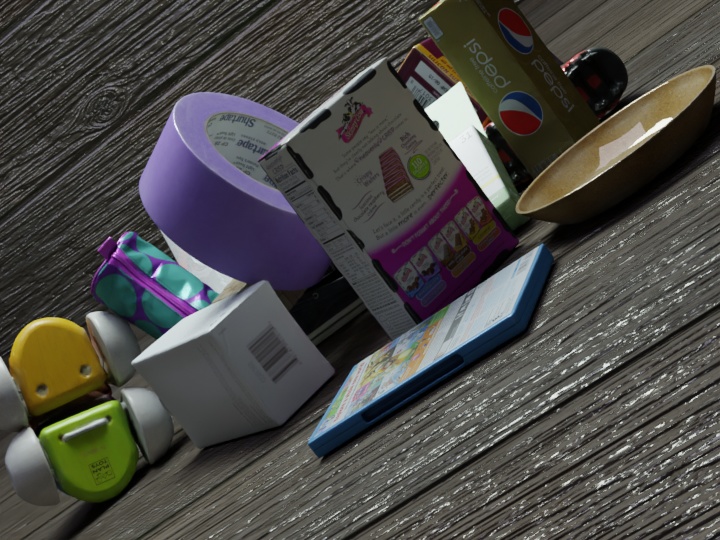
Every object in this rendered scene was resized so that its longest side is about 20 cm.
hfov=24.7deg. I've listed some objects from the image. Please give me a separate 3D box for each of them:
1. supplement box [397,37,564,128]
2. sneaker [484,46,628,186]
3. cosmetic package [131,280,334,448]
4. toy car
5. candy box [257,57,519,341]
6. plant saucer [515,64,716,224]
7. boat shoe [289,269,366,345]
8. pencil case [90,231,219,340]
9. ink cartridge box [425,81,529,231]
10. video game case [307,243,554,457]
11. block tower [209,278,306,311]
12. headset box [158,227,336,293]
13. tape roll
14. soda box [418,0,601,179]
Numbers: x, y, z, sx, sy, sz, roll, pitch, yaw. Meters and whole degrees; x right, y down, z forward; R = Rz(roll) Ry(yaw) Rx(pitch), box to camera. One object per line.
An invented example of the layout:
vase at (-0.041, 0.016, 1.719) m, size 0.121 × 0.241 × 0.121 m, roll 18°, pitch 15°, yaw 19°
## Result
supplement box at (0.121, -0.200, 1.757) m, size 0.200 × 0.110 × 0.086 m, roll -37°, pitch -14°, yaw -53°
sneaker at (0.184, -0.149, 1.678) m, size 0.200 × 0.071 × 0.098 m, roll -40°, pitch 3°, yaw 3°
cosmetic package at (-0.122, 0.092, 1.532) m, size 0.081 × 0.113 × 0.199 m, roll -42°, pitch 11°, yaw -28°
toy car at (-0.302, 0.154, 1.732) m, size 0.173 × 0.202 × 0.150 m, roll -23°, pitch -13°, yaw -18°
candy box at (0.025, -0.059, 1.401) m, size 0.136 × 0.201 × 0.061 m, roll -41°, pitch 10°, yaw -31°
plant saucer at (0.217, -0.095, 1.354) m, size 0.199 × 0.036 × 0.200 m, roll -36°, pitch 9°, yaw 6°
boat shoe at (0.000, 0.000, 1.678) m, size 0.199 × 0.063 × 0.075 m, roll -37°, pitch 6°, yaw -4°
pencil case at (-0.183, 0.043, 1.703) m, size 0.086 × 0.199 × 0.093 m, roll -54°, pitch -15°, yaw -12°
ink cartridge box at (0.062, -0.085, 1.553) m, size 0.145 × 0.048 × 0.201 m, roll -36°, pitch 48°, yaw 16°
video game case at (0.056, 0.061, 1.263) m, size 0.199 × 0.018 × 0.143 m, roll -34°, pitch 10°, yaw 25°
block tower at (-0.075, -0.006, 1.649) m, size 0.058 × 0.054 × 0.200 m, roll -20°, pitch 26°, yaw 53°
headset box at (-0.116, -0.004, 1.821) m, size 0.148 × 0.077 × 0.201 m, roll -32°, pitch 49°, yaw -1°
tape roll at (-0.102, -0.076, 1.544) m, size 0.085 × 0.199 × 0.200 m, roll -60°, pitch -3°, yaw 27°
soda box at (0.147, -0.187, 1.576) m, size 0.064 × 0.201 × 0.068 m, roll -31°, pitch 10°, yaw 38°
